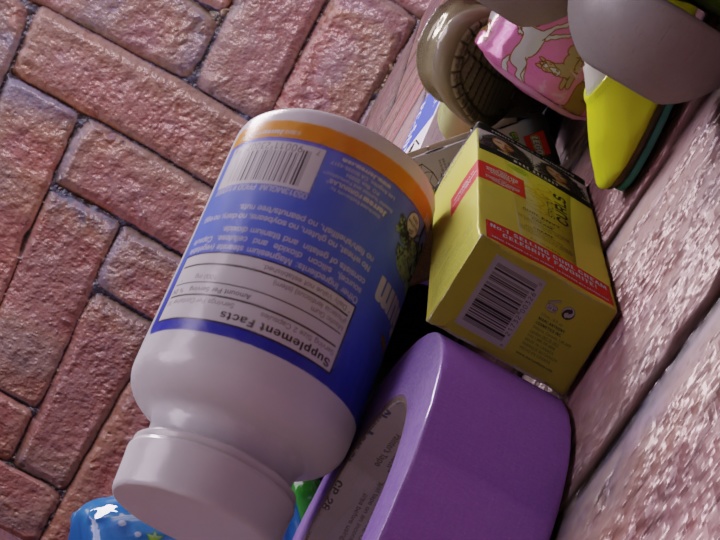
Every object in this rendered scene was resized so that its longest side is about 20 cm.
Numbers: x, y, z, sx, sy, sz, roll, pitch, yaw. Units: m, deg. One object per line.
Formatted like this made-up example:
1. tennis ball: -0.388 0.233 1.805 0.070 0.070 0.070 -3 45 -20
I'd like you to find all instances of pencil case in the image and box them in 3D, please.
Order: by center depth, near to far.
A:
1. pencil case: 0.145 -0.181 0.801 0.083 0.086 0.201 46 111 45

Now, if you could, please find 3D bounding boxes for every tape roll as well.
1. tape roll: 0.014 0.130 0.651 0.201 0.065 0.200 -61 7 12

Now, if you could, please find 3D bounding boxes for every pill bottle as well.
1. pill bottle: -0.043 0.032 0.720 0.112 0.111 0.201 130 162 -64

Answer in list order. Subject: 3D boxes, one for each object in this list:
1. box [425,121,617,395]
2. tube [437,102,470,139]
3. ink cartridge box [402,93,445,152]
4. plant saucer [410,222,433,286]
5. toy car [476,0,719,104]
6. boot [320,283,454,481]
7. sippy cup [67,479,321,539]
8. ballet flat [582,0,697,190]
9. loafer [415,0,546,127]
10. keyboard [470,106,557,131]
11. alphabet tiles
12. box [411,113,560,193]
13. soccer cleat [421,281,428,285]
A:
1. box: 0.076 -0.013 0.730 0.050 0.075 0.200 -59 6 20
2. tube: 0.090 -0.141 1.140 0.200 0.052 0.058 92 166 -79
3. ink cartridge box: 0.063 -0.100 1.371 0.094 0.044 0.201 -51 12 53
4. plant saucer: 0.000 0.000 0.905 0.199 0.036 0.200 -20 2 1
5. toy car: 0.109 -0.184 0.634 0.150 0.200 0.176 20 -75 -51
6. boot: -0.004 0.122 0.984 0.200 0.068 0.189 109 -179 -62
7. sippy cup: -0.093 0.174 0.819 0.140 0.129 0.179 143 125 -63
8. ballet flat: 0.145 -0.140 0.733 0.201 0.067 0.067 -62 5 1
9. loafer: 0.072 -0.132 0.926 0.076 0.068 0.200 -67 -20 10
10. keyboard: 0.111 -0.118 1.067 0.104 0.039 0.201 -56 8 41
11. alphabet tiles: -0.010 -0.060 1.024 0.199 0.008 0.167 -20 1 -18
12. box: 0.032 -0.051 0.974 0.109 0.035 0.200 -20 1 -25
13. soccer cleat: 0.028 0.029 1.074 0.200 0.066 0.077 -43 51 55
